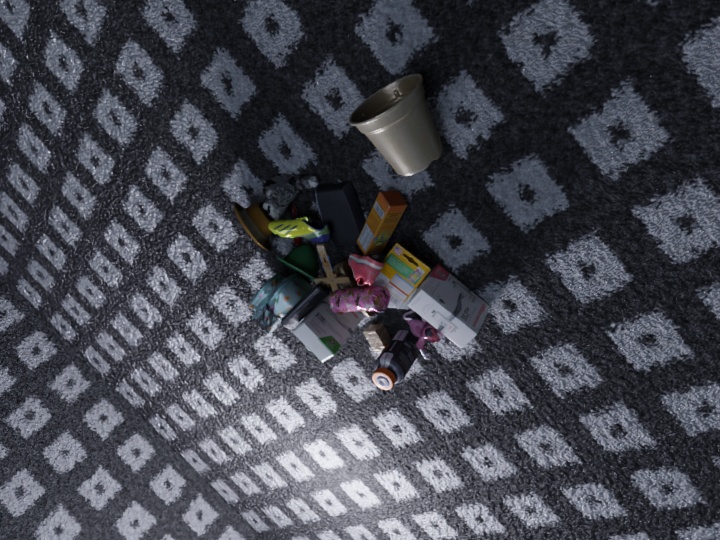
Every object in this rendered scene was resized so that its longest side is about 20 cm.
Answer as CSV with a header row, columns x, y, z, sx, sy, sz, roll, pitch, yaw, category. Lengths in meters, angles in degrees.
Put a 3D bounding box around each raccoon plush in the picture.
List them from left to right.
x,y,z,sx,sy,sz,roll,pitch,yaw,category
-0.213,-0.211,1.693,0.200,0.097,0.134,7,131,28,raccoon plush

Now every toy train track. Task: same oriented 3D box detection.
x,y,z,sx,sy,sz,roll,pitch,yaw,category
-0.095,-0.009,1.715,0.115,0.033,0.200,-3,131,17,toy train track

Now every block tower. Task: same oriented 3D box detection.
x,y,z,sx,sy,sz,roll,pitch,yaw,category
0.083,0.268,1.871,0.054,0.058,0.200,-12,116,37,block tower

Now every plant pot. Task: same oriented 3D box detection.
x,y,z,sx,sy,sz,roll,pitch,yaw,category
0.103,-0.341,1.351,0.200,0.201,0.184,-12,126,37,plant pot

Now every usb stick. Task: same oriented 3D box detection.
x,y,z,sx,sy,sz,roll,pitch,yaw,category
-0.178,0.115,1.775,0.055,0.033,0.200,32,117,-30,usb stick

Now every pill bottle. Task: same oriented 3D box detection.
x,y,z,sx,sy,sz,roll,pitch,yaw,category
0.111,0.287,1.766,0.106,0.200,0.106,16,128,22,pill bottle

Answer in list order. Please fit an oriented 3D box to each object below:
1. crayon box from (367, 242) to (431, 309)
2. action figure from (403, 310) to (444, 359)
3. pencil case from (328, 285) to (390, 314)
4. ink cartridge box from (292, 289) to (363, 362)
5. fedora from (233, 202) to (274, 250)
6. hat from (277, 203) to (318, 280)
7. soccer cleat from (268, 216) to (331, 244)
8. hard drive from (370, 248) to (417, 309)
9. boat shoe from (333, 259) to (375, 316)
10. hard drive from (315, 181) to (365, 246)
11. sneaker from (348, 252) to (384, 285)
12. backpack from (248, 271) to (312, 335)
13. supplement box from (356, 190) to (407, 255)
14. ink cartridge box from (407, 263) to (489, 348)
x,y,z,sx,sy,sz,roll,pitch,yaw,category
0.117,0.008,1.621,0.126,0.052,0.200,38,134,3,crayon box
0.213,0.172,1.642,0.134,0.200,0.149,-31,88,3,action figure
-0.005,0.090,1.673,0.200,0.083,0.087,-6,108,43,pencil case
-0.103,0.176,1.822,0.147,0.200,0.083,47,136,-5,ink cartridge box
-0.320,-0.156,1.768,0.082,0.201,0.201,-34,103,4,fedora
-0.161,-0.075,1.799,0.166,0.176,0.200,27,174,23,hat
-0.183,-0.134,1.679,0.200,0.065,0.084,13,126,13,soccer cleat
0.112,0.026,1.695,0.139,0.033,0.200,3,122,31,hard drive
-0.017,0.061,1.781,0.065,0.071,0.200,-24,97,45,boat shoe
-0.058,-0.161,1.660,0.135,0.042,0.200,-1,121,33,hard drive
0.000,0.000,1.629,0.074,0.087,0.200,22,176,-18,sneaker
-0.266,0.093,1.881,0.200,0.176,0.153,-37,95,30,backpack
0.058,-0.132,1.579,0.069,0.066,0.200,61,143,29,supplement box
0.254,0.100,1.581,0.200,0.147,0.083,39,132,1,ink cartridge box
